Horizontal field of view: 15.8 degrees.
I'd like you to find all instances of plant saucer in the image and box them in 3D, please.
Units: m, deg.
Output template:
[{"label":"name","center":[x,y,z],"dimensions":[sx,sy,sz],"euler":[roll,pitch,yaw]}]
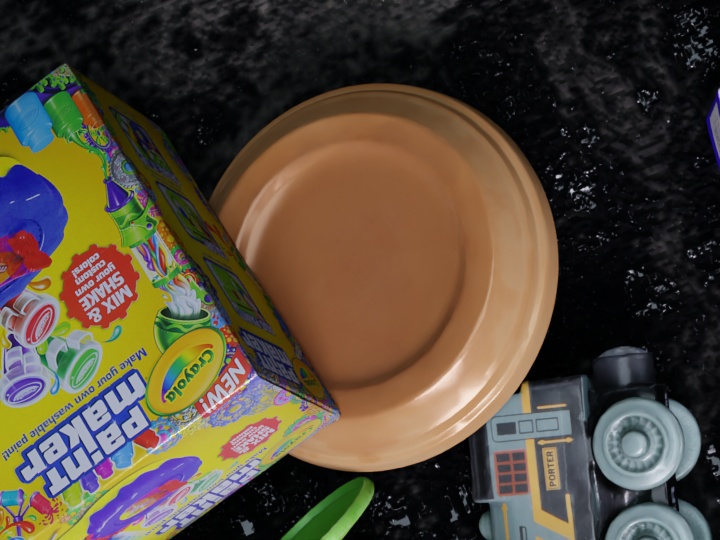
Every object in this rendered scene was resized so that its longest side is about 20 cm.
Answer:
[{"label":"plant saucer","center":[0.000,0.000,1.307],"dimensions":[0.200,0.037,0.200],"euler":[-5,78,21]}]

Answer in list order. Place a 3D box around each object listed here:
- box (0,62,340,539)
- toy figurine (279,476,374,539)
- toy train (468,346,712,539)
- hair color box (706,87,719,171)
[{"label":"box","center":[-0.153,0.044,1.271],"dimensions":[0.200,0.122,0.193],"euler":[-37,69,8]},{"label":"toy figurine","center":[-0.003,0.236,1.295],"dimensions":[0.184,0.150,0.200],"euler":[47,66,-7]},{"label":"toy train","center":[0.116,0.140,1.301],"dimensions":[0.114,0.085,0.200],"euler":[-6,87,16]},{"label":"hair color box","center":[0.278,-0.082,1.286],"dimensions":[0.200,0.109,0.065],"euler":[-17,85,3]}]
